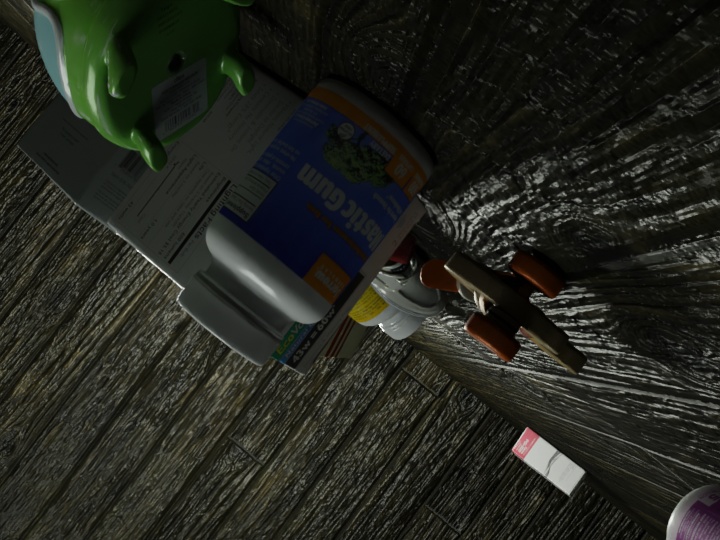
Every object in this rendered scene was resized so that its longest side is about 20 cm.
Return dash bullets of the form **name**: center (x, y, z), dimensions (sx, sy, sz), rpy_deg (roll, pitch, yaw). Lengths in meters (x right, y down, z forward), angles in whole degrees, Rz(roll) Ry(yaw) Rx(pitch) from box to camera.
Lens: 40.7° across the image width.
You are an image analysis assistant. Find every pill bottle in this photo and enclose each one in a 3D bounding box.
- **pill bottle**: center (-0.045, -0.032, 0.728), dimensions (0.112, 0.201, 0.112), rpy_deg (36, 176, 3)
- **pill bottle**: center (0.433, 0.318, 1.049), dimensions (0.112, 0.113, 0.200), rpy_deg (39, 176, -21)
- **pill bottle**: center (0.000, 0.000, 1.277), dimensions (0.200, 0.113, 0.112), rpy_deg (40, 175, -21)

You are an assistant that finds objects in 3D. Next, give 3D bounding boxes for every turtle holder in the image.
- **turtle holder**: center (-0.163, -0.172, 0.656), dimensions (0.131, 0.141, 0.186), rpy_deg (37, 177, 22)

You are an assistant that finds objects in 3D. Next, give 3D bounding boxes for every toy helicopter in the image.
- **toy helicopter**: center (0.136, 0.040, 0.848), dimensions (0.132, 0.079, 0.200), rpy_deg (34, 178, 46)

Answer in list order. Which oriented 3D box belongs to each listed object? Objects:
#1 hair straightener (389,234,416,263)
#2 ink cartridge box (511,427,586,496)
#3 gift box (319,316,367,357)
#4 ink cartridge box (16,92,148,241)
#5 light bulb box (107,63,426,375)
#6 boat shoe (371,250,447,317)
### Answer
- **hair straightener**: center (-0.036, -0.049, 1.095), dimensions (0.198, 0.041, 0.077), rpy_deg (9, -167, -30)
- **ink cartridge box**: center (0.529, 0.538, 2.716), dimensions (0.199, 0.085, 0.146), rpy_deg (35, 175, 19)
- **gift box**: center (-0.067, 0.037, 1.804), dimensions (0.184, 0.188, 0.199), rpy_deg (33, -166, 25)
- **ink cartridge box**: center (-0.209, -0.140, 0.984), dimensions (0.144, 0.201, 0.145), rpy_deg (37, 176, 40)
- **light bulb box**: center (-0.082, -0.049, 0.881), dimensions (0.199, 0.199, 0.125), rpy_deg (37, 178, 26)
- **boat shoe**: center (0.040, -0.008, 1.193), dimensions (0.200, 0.071, 0.070), rpy_deg (44, 171, -21)
